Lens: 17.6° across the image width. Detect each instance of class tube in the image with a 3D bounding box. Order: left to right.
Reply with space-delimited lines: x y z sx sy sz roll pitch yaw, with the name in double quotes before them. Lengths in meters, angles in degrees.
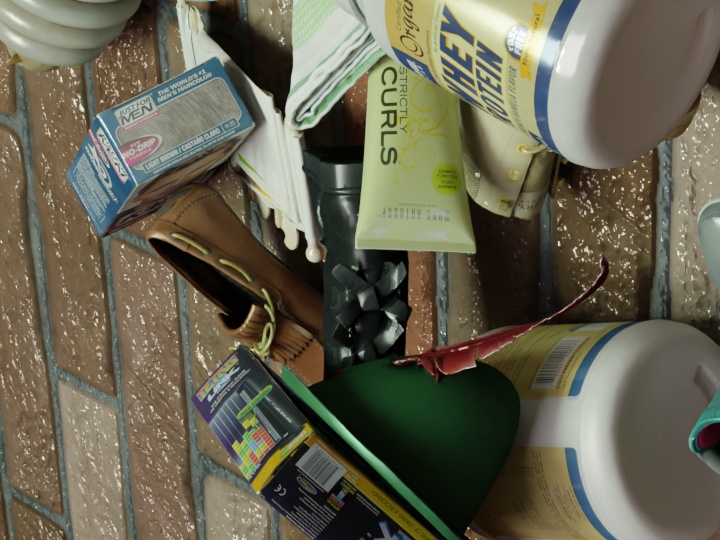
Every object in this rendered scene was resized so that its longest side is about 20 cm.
"tube" 0.034 -0.106 1.468 0.058 0.052 0.201 -12 68 30

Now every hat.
"hat" 0.074 0.061 1.410 0.166 0.176 0.200 44 178 -40

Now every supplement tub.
"supplement tub" 0.091 -0.159 1.308 0.200 0.144 0.145 32 132 32
"supplement tub" 0.134 0.106 1.488 0.199 0.144 0.145 -4 107 51

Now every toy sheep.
"toy sheep" -0.222 -0.232 1.747 0.138 0.138 0.201 44 132 25

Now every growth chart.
"growth chart" -0.084 -0.105 1.691 0.200 0.018 0.145 49 155 39

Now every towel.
"towel" -0.013 -0.210 1.503 0.149 0.031 0.201 -41 44 50

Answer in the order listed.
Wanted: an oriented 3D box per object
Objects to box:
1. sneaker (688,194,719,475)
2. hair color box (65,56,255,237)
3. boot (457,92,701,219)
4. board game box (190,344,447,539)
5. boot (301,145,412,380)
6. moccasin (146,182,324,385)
"sneaker" 0.232 0.057 1.365 0.201 0.120 0.084 59 142 9
"hair color box" -0.150 -0.087 1.706 0.061 0.100 0.200 61 164 2
"boot" 0.126 -0.094 1.445 0.200 0.073 0.156 40 135 38
"board game box" -0.005 0.150 1.488 0.200 0.057 0.165 43 179 -25
"boot" 0.001 0.000 1.560 0.198 0.073 0.163 -107 14 -81
"moccasin" -0.078 0.027 1.718 0.073 0.078 0.202 -15 123 48
